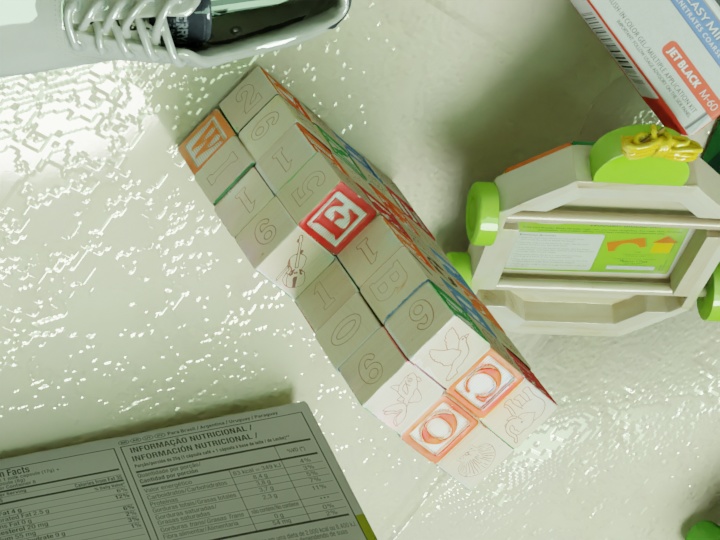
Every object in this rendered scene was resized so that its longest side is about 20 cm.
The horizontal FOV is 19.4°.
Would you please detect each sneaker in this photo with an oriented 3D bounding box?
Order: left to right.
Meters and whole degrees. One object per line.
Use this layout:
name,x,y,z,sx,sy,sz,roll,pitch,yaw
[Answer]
sneaker,-0.099,-0.123,0.944,0.199,0.071,0.073,-16,127,-15

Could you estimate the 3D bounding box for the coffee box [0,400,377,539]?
coffee box,-0.093,0.216,1.094,0.199,0.198,0.200,-10,126,-17

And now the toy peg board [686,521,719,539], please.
toy peg board,0.314,0.161,1.330,0.200,0.098,0.199,37,87,-40

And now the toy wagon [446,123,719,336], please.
toy wagon,0.129,-0.023,1.082,0.155,0.040,0.200,2,149,-9

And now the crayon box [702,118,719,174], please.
crayon box,0.269,-0.094,1.154,0.127,0.051,0.201,6,119,-28

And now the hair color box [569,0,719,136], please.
hair color box,0.203,-0.170,1.033,0.200,0.064,0.111,-39,96,1

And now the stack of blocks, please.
stack of blocks,0.000,0.000,0.991,0.059,0.200,0.115,-44,130,8
